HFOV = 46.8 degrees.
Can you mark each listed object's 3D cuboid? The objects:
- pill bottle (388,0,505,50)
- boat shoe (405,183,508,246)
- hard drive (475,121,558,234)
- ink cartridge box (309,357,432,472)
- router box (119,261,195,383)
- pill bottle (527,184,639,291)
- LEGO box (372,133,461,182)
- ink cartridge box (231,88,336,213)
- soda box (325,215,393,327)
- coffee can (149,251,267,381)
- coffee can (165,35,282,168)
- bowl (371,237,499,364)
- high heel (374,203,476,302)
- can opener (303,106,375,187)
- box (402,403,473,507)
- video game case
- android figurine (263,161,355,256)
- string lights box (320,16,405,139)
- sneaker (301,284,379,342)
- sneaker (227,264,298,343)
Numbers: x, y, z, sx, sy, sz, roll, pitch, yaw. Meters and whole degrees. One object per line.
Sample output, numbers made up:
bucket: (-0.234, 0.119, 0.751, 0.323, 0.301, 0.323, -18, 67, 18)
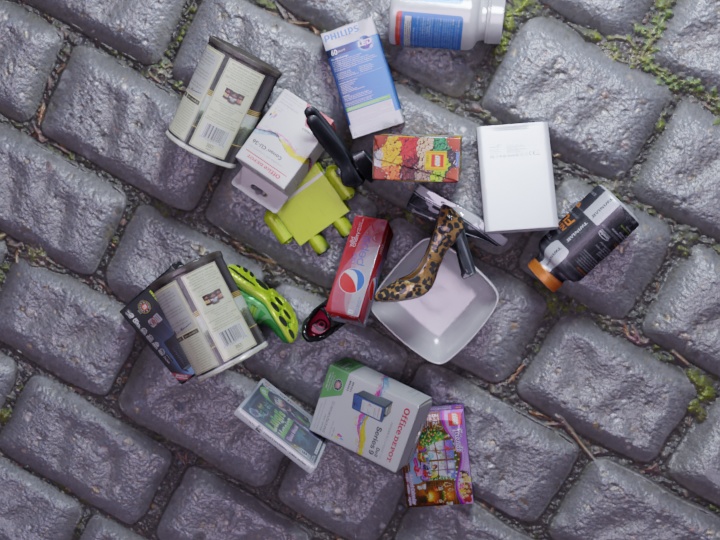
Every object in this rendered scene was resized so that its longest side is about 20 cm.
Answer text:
pill bottle: (0.155, -0.453, 1.485, 0.199, 0.112, 0.113, 7, 101, 7)
boat shoe: (0.179, -0.088, 1.565, 0.200, 0.072, 0.068, 30, 100, 4)
hard drive: (0.285, -0.169, 1.521, 0.132, 0.025, 0.201, -4, 78, 4)
ink cartridge box: (0.020, 0.278, 1.616, 0.200, 0.087, 0.146, 23, 102, 19)
router box: (-0.361, 0.105, 1.675, 0.150, 0.062, 0.200, -40, 93, 11)
pill bottle: (0.402, -0.052, 1.524, 0.106, 0.106, 0.200, 44, 102, -1)
LEGO box: (0.106, -0.204, 1.489, 0.149, 0.200, 0.077, 3, 101, 7)
ink cartridge box: (-0.149, -0.221, 1.555, 0.116, 0.068, 0.200, 34, 86, 8)
soda box: (0.000, 0.000, 1.558, 0.070, 0.063, 0.200, 11, 71, 18)
coffee can: (-0.283, 0.085, 1.553, 0.146, 0.146, 0.200, -27, 91, 11)
coffee can: (-0.255, -0.312, 1.546, 0.146, 0.146, 0.200, 29, 102, 2)
bowl: (0.144, 0.054, 1.593, 0.200, 0.075, 0.200, 40, 102, 0)
high heel: (0.102, -0.029, 1.506, 0.200, 0.071, 0.143, -20, 103, -6)
can opener: (-0.042, -0.226, 1.519, 0.079, 0.063, 0.200, -37, 127, 9)
box: (0.149, 0.371, 1.664, 0.136, 0.039, 0.201, -6, 99, 8)
video game case: (-0.145, 0.296, 1.608, 0.182, 0.200, 0.023, 38, 101, 0)
android figurine: (-0.103, -0.133, 1.612, 0.182, 0.041, 0.200, -33, 96, 12)
string lights box: (0.006, -0.357, 1.548, 0.103, 0.059, 0.200, -16, 97, 9)
sneaker: (-0.038, 0.075, 1.615, 0.077, 0.084, 0.200, 43, 102, -2)
sneaker: (-0.204, 0.074, 1.651, 0.200, 0.074, 0.084, 43, 117, 4)
